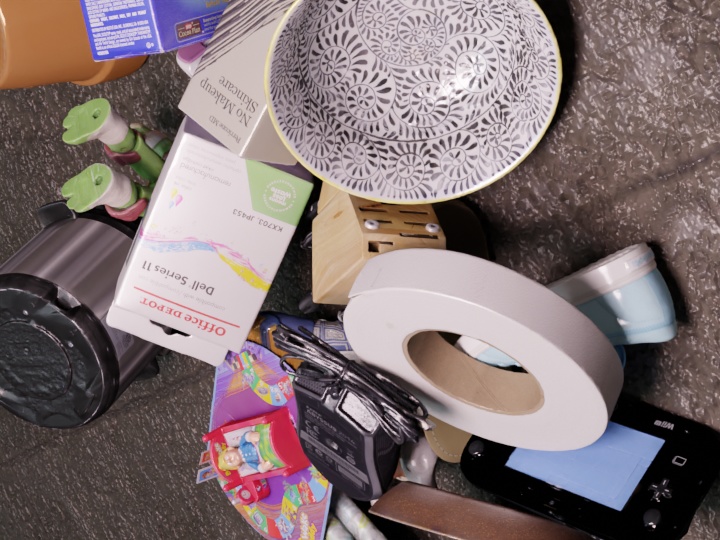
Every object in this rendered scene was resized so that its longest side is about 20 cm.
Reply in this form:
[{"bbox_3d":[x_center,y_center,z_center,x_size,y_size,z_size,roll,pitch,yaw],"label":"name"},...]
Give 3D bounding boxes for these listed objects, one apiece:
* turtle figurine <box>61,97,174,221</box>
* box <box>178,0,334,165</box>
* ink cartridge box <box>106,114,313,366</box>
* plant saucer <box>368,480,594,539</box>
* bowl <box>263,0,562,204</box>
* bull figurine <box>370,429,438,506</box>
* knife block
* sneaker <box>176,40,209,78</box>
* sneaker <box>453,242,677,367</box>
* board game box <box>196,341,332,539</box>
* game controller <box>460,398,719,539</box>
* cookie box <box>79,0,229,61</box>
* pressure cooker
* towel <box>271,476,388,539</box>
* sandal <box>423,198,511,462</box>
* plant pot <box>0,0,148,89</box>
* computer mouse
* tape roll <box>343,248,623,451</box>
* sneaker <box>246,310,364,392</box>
[{"bbox_3d":[-0.205,-0.061,1.375,0.199,0.144,0.194,18,170,35],"label":"turtle figurine"},{"bbox_3d":[-0.048,-0.183,1.132,0.082,0.068,0.201,38,109,30],"label":"box"},{"bbox_3d":[-0.128,-0.012,1.276,0.067,0.117,0.201,-102,34,-70],"label":"ink cartridge box"},{"bbox_3d":[0.106,0.198,1.200,0.200,0.200,0.035,9,81,49],"label":"plant saucer"},{"bbox_3d":[0.035,-0.153,1.070,0.094,0.200,0.201,-89,5,-50],"label":"bowl"},{"bbox_3d":[0.010,0.145,1.355,0.200,0.065,0.122,39,146,36],"label":"bull figurine"},{"bbox_3d":[0.000,0.000,1.199,0.200,0.064,0.176,-110,26,-56],"label":"knife block"},{"bbox_3d":[-0.057,-0.137,1.247,0.200,0.080,0.089,23,144,36],"label":"sneaker"},{"bbox_3d":[0.143,0.052,1.110,0.200,0.074,0.082,-30,85,52],"label":"sneaker"},{"bbox_3d":[-0.092,0.162,1.343,0.158,0.039,0.201,36,133,32],"label":"board game box"},{"bbox_3d":[0.165,0.137,1.126,0.200,0.105,0.042,17,162,45],"label":"game controller"},{"bbox_3d":[-0.144,-0.273,1.159,0.075,0.171,0.201,-2,106,33],"label":"cookie box"},{"bbox_3d":[-0.273,0.040,1.534,0.178,0.200,0.176,26,128,8],"label":"pressure cooker"},{"bbox_3d":[-0.033,0.232,1.430,0.200,0.048,0.171,45,167,22],"label":"towel"},{"bbox_3d":[0.071,0.040,1.226,0.070,0.077,0.213,-124,27,-69],"label":"sandal"},{"bbox_3d":[-0.302,-0.252,1.419,0.200,0.140,0.201,29,133,36],"label":"plant pot"},{"bbox_3d":[-0.001,0.112,1.196,0.138,0.053,0.200,34,154,17],"label":"computer mouse"},{"bbox_3d":[0.083,0.058,1.081,0.202,0.037,0.203,22,153,12],"label":"tape roll"},{"bbox_3d":[-0.011,0.076,1.313,0.200,0.088,0.076,24,135,34],"label":"sneaker"}]
